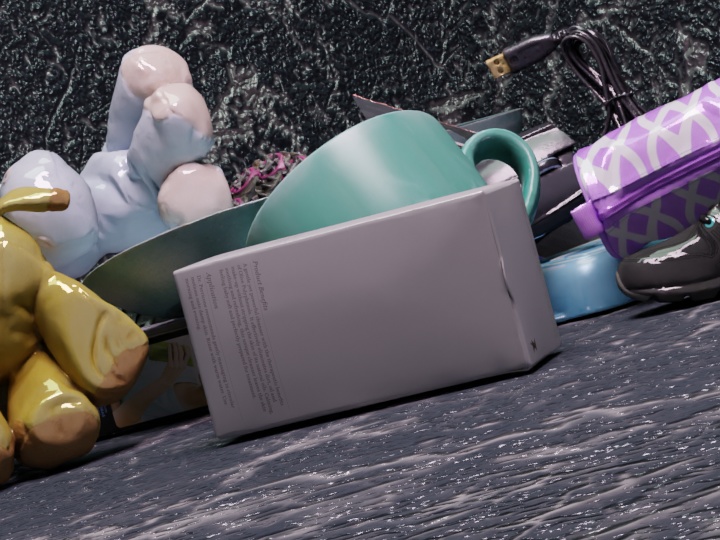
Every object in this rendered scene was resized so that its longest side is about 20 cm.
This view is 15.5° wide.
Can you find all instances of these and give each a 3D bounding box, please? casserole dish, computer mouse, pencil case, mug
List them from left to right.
[{"bbox_3d":[0.032,-0.018,1.673,0.185,0.115,0.152,-40,-24,8],"label":"mug"},{"bbox_3d":[0.100,-0.081,1.792,0.199,0.141,0.046,-31,-21,17],"label":"computer mouse"},{"bbox_3d":[0.174,-0.002,1.782,0.199,0.039,0.121,-17,4,-41],"label":"casserole dish"},{"bbox_3d":[0.230,-0.078,1.671,0.199,0.084,0.086,-28,15,17],"label":"pencil case"}]

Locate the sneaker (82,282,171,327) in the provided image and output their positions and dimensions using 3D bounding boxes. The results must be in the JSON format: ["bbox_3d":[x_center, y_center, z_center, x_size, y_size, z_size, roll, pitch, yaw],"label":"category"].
[{"bbox_3d":[-0.175,0.051,1.950,0.199,0.100,0.069,-13,5,33],"label":"sneaker"}]

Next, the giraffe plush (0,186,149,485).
[{"bbox_3d":[-0.246,0.045,1.728,0.172,0.201,0.162,-19,-7,-18],"label":"giraffe plush"}]

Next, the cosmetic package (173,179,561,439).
[{"bbox_3d":[0.004,0.023,1.541,0.199,0.108,0.085,-13,3,18],"label":"cosmetic package"}]

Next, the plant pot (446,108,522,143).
[{"bbox_3d":[0.057,-0.046,2.231,0.199,0.135,0.200,-16,2,1],"label":"plant pot"}]

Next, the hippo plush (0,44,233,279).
[{"bbox_3d":[-0.188,-0.062,1.869,0.160,0.160,0.200,-15,-15,-11],"label":"hippo plush"}]

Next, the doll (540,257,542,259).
[{"bbox_3d":[0.090,0.000,2.028,0.136,0.049,0.200,5,12,23],"label":"doll"}]

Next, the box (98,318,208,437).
[{"bbox_3d":[-0.110,0.062,1.824,0.199,0.061,0.117,-14,3,16],"label":"box"}]

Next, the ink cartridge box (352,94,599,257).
[{"bbox_3d":[0.097,-0.076,1.934,0.160,0.050,0.200,18,-20,26],"label":"ink cartridge box"}]

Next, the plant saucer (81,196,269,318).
[{"bbox_3d":[-0.086,-0.004,1.774,0.200,0.039,0.201,-18,-8,-3],"label":"plant saucer"}]

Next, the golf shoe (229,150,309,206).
[{"bbox_3d":[-0.019,-0.043,1.948,0.199,0.073,0.092,-7,-36,41],"label":"golf shoe"}]

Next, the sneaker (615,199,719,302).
[{"bbox_3d":[0.248,-0.034,1.617,0.199,0.080,0.075,-17,5,4],"label":"sneaker"}]
